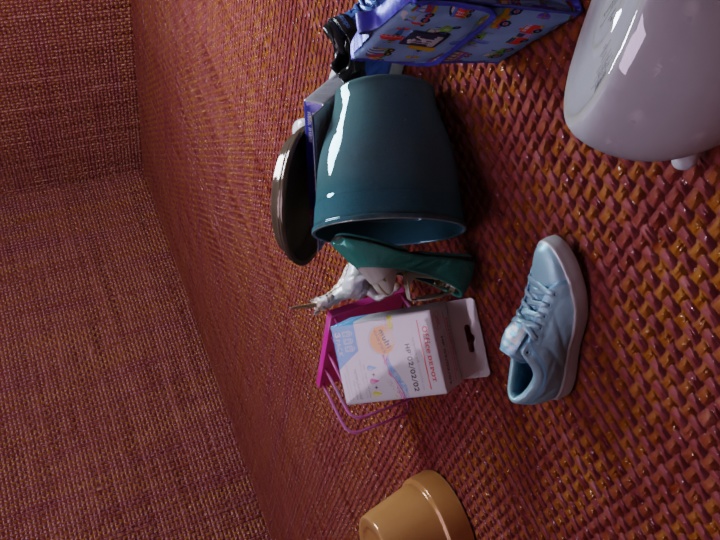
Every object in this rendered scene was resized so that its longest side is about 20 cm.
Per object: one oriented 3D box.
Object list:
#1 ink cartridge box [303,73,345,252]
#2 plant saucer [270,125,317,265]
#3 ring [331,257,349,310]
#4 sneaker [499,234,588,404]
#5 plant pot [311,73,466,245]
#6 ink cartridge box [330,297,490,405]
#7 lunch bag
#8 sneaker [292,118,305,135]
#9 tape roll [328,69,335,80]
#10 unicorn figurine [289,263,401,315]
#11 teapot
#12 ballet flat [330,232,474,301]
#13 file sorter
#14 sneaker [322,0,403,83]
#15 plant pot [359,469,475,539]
[{"bbox_3d":[-0.045,-0.160,1.081,0.200,0.043,0.199,-55,-31,-55],"label":"ink cartridge box"},{"bbox_3d":[-0.084,-0.109,1.088,0.200,0.029,0.203,7,-90,-74],"label":"plant saucer"},{"bbox_3d":[-0.032,0.036,1.309,0.200,0.019,0.203,-167,90,-90],"label":"ring"},{"bbox_3d":[0.195,0.064,0.829,0.074,0.081,0.203,34,134,58],"label":"sneaker"},{"bbox_3d":[0.033,-0.141,0.979,0.200,0.197,0.191,158,111,-68],"label":"plant pot"},{"bbox_3d":[0.067,0.112,1.044,0.198,0.068,0.117,-12,92,28],"label":"ink cartridge box"},{"bbox_3d":[0.086,-0.258,0.742,0.150,0.198,0.095,171,85,-69],"label":"lunch bag"},{"bbox_3d":[-0.067,-0.173,1.205,0.200,0.074,0.090,84,-174,-76],"label":"sneaker"},{"bbox_3d":[0.001,-0.231,1.188,0.202,0.037,0.206,166,90,-69],"label":"tape roll"},{"bbox_3d":[0.000,0.000,1.161,0.136,0.201,0.074,-12,128,39],"label":"unicorn figurine"},{"bbox_3d":[0.238,-0.159,0.514,0.200,0.144,0.200,-70,-3,-70],"label":"teapot"},{"bbox_3d":[0.056,0.001,0.972,0.067,0.197,0.072,163,115,-71],"label":"ballet flat"},{"bbox_3d":[0.023,0.153,1.237,0.126,0.137,0.201,56,151,33],"label":"file sorter"},{"bbox_3d":[0.009,-0.339,1.002,0.077,0.110,0.201,58,152,36],"label":"sneaker"},{"bbox_3d":[0.086,0.451,1.257,0.200,0.138,0.203,167,90,-68],"label":"plant pot"}]
